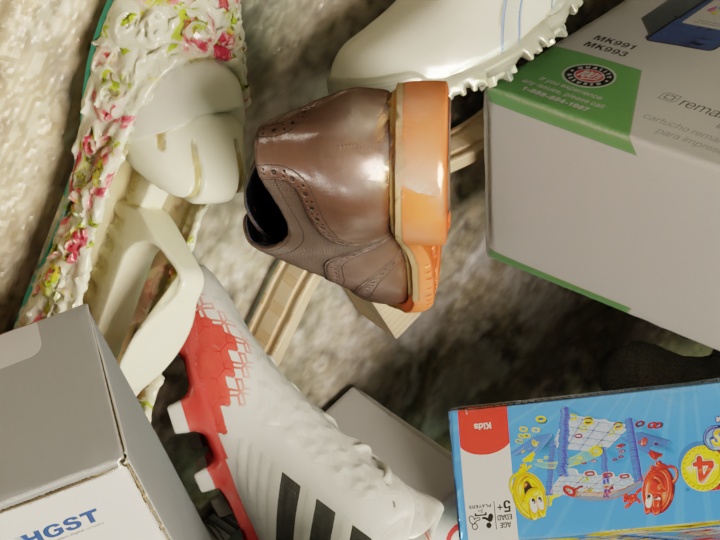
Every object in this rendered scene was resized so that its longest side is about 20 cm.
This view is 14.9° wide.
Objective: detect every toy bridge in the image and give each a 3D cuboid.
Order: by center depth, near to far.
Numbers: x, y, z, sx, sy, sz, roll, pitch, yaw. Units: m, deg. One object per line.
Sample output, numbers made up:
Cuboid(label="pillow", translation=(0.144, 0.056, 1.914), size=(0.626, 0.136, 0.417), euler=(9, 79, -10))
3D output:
Cuboid(label="toy bridge", translation=(0.000, 0.000, 1.123), size=(0.200, 0.027, 0.067), euler=(-46, 140, -11))

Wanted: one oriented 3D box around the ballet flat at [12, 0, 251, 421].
Cuboid(label="ballet flat", translation=(-0.074, -0.022, 1.002), size=(0.075, 0.064, 0.201), euler=(-3, 119, -44))

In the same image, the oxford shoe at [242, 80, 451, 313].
Cuboid(label="oxford shoe", translation=(-0.006, -0.029, 0.999), size=(0.200, 0.073, 0.072), euler=(92, -1, -76))

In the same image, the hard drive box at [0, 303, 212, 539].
Cuboid(label="hard drive box", translation=(-0.130, 0.125, 0.992), size=(0.155, 0.077, 0.200), euler=(-20, 137, 1))

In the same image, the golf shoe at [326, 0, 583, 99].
Cuboid(label="golf shoe", translation=(0.056, -0.136, 1.066), size=(0.200, 0.078, 0.097), euler=(-36, 113, -20))

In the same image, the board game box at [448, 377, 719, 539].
Cuboid(label="board game box", translation=(0.159, 0.081, 1.146), size=(0.200, 0.195, 0.056), euler=(18, 66, -69))

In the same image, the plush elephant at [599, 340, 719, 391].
Cuboid(label="plush elephant", translation=(0.229, -0.010, 1.269), size=(0.199, 0.155, 0.165), euler=(9, 159, -15))

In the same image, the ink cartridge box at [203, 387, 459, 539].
Cuboid(label="ink cartridge box", translation=(-0.028, 0.171, 1.172), size=(0.200, 0.084, 0.146), euler=(-41, 140, -17))

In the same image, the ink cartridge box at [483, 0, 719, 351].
Cuboid(label="ink cartridge box", translation=(0.167, -0.060, 1.130), size=(0.200, 0.145, 0.088), euler=(-31, 131, -39))

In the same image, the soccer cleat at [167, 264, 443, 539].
Cuboid(label="soccer cleat", translation=(-0.016, 0.086, 1.055), size=(0.085, 0.201, 0.069), euler=(-21, 170, -1))
